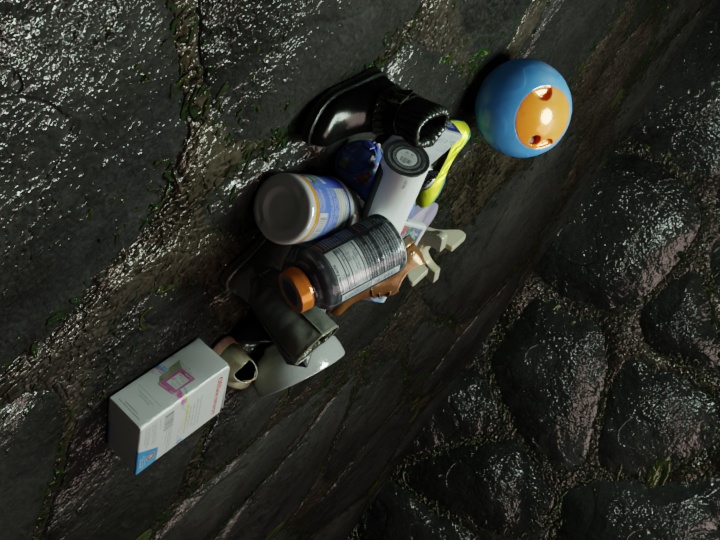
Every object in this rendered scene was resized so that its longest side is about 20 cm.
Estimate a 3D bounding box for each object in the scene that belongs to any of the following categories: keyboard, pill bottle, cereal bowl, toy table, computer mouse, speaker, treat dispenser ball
[{"bbox_3d":[0.084,-0.127,1.841,0.200,0.040,0.104,-45,165,27],"label":"keyboard"},{"bbox_3d":[-0.032,-0.006,1.448,0.199,0.106,0.107,-27,152,-25],"label":"pill bottle"},{"bbox_3d":[-0.136,0.176,1.831,0.199,0.084,0.200,-26,-178,1],"label":"cereal bowl"},{"bbox_3d":[0.140,-0.060,2.047,0.200,0.117,0.184,-46,160,-14],"label":"toy table"},{"bbox_3d":[-0.155,0.104,1.737,0.198,0.140,0.047,-4,96,-23],"label":"computer mouse"},{"bbox_3d":[0.052,-0.123,1.512,0.081,0.081,0.201,-38,163,-33],"label":"speaker"},{"bbox_3d":[0.336,-0.335,1.868,0.201,0.200,0.201,-44,160,-21],"label":"treat dispenser ball"},{"bbox_3d":[-0.078,-0.101,1.478,0.113,0.112,0.200,-58,161,18],"label":"pill bottle"}]

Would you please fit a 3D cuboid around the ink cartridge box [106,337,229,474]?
[{"bbox_3d":[-0.328,0.230,1.543,0.199,0.085,0.145,-34,155,-39],"label":"ink cartridge box"}]

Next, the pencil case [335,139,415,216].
[{"bbox_3d":[0.032,-0.158,1.603,0.087,0.078,0.200,-39,144,5],"label":"pencil case"}]

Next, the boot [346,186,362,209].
[{"bbox_3d":[-0.019,-0.037,1.648,0.168,0.076,0.202,43,50,-62],"label":"boot"}]

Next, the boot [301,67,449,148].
[{"bbox_3d":[0.026,-0.230,1.410,0.211,0.157,0.080,-40,157,-30],"label":"boot"}]

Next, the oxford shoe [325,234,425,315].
[{"bbox_3d":[0.027,0.025,1.586,0.199,0.072,0.071,-37,-176,4],"label":"oxford shoe"}]

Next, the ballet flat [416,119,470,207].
[{"bbox_3d":[0.156,-0.227,1.883,0.067,0.067,0.201,15,111,-46],"label":"ballet flat"}]

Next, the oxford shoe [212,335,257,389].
[{"bbox_3d":[-0.231,0.195,1.716,0.071,0.074,0.200,-47,160,-13],"label":"oxford shoe"}]

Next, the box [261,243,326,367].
[{"bbox_3d":[-0.104,0.050,1.622,0.162,0.049,0.201,70,34,-57],"label":"box"}]

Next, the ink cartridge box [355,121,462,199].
[{"bbox_3d":[0.083,-0.213,1.726,0.200,0.041,0.199,-42,165,21],"label":"ink cartridge box"}]

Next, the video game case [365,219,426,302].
[{"bbox_3d":[0.017,-0.029,1.833,0.181,0.023,0.201,11,120,-34],"label":"video game case"}]

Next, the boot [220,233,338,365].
[{"bbox_3d":[-0.112,0.031,1.500,0.182,0.200,0.073,-46,159,-13],"label":"boot"}]
